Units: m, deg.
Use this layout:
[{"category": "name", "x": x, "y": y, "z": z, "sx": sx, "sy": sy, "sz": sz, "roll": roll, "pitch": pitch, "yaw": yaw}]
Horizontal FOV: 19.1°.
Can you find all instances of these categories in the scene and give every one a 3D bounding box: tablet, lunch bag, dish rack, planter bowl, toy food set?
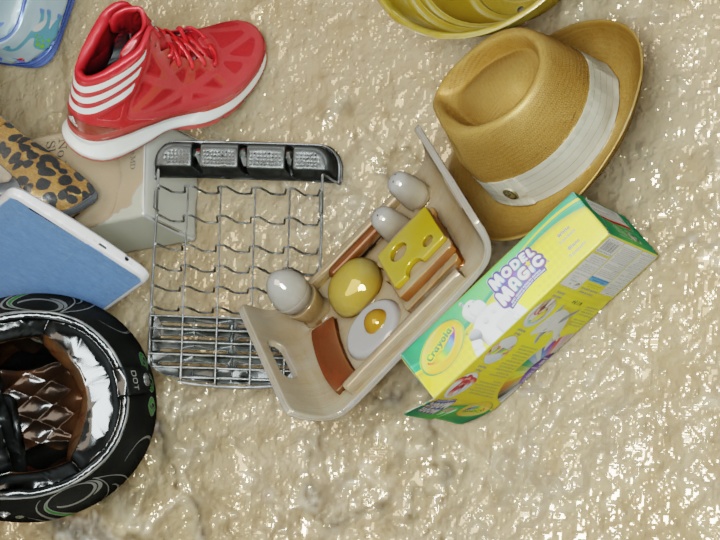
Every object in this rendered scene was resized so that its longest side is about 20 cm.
[{"category": "tablet", "x": -0.260, "y": -0.003, "z": 1.731, "sx": 0.200, "sy": 0.130, "sz": 0.014, "roll": -30, "pitch": 31, "yaw": 57}, {"category": "lunch bag", "x": -0.344, "y": -0.265, "z": 1.914, "sx": 0.199, "sy": 0.082, "sz": 0.161, "roll": 10, "pitch": 82, "yaw": 32}, {"category": "dish rack", "x": -0.095, "y": -0.006, "z": 1.693, "sx": 0.153, "sy": 0.055, "sz": 0.201, "roll": 2, "pitch": 84, "yaw": 5}, {"category": "planter bowl", "x": 0.109, "y": -0.250, "z": 1.636, "sx": 0.200, "sy": 0.083, "sz": 0.201, "roll": -13, "pitch": 62, "yaw": 27}, {"category": "toy food set", "x": 0.000, "y": 0.000, "z": 1.572, "sx": 0.200, "sy": 0.060, "sz": 0.144, "roll": -46, "pitch": 35, "yaw": 12}]

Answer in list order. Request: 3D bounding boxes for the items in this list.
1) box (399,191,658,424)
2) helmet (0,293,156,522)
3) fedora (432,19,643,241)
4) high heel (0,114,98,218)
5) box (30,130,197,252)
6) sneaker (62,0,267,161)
[{"category": "box", "x": 0.114, "y": 0.034, "z": 1.548, "sx": 0.200, "sy": 0.117, "sz": 0.048, "roll": -46, "pitch": 66, "yaw": 13}, {"category": "helmet", "x": -0.262, "y": 0.110, "z": 1.709, "sx": 0.199, "sy": 0.191, "sz": 0.201, "roll": 1, "pitch": 84, "yaw": -7}, {"category": "fedora", "x": 0.115, "y": -0.118, "z": 1.566, "sx": 0.200, "sy": 0.082, "sz": 0.201, "roll": -37, "pitch": 35, "yaw": 32}, {"category": "high heel", "x": -0.280, "y": -0.112, "z": 1.778, "sx": 0.142, "sy": 0.072, "sz": 0.201, "roll": 0, "pitch": 49, "yaw": 2}, {"category": "box", "x": -0.239, "y": -0.063, "z": 1.803, "sx": 0.199, "sy": 0.078, "sz": 0.095, "roll": -11, "pitch": 70, "yaw": 28}, {"category": "sneaker", "x": -0.146, "y": -0.171, "z": 1.703, "sx": 0.078, "sy": 0.116, "sz": 0.200, "roll": 39, "pitch": 54, "yaw": 20}]
